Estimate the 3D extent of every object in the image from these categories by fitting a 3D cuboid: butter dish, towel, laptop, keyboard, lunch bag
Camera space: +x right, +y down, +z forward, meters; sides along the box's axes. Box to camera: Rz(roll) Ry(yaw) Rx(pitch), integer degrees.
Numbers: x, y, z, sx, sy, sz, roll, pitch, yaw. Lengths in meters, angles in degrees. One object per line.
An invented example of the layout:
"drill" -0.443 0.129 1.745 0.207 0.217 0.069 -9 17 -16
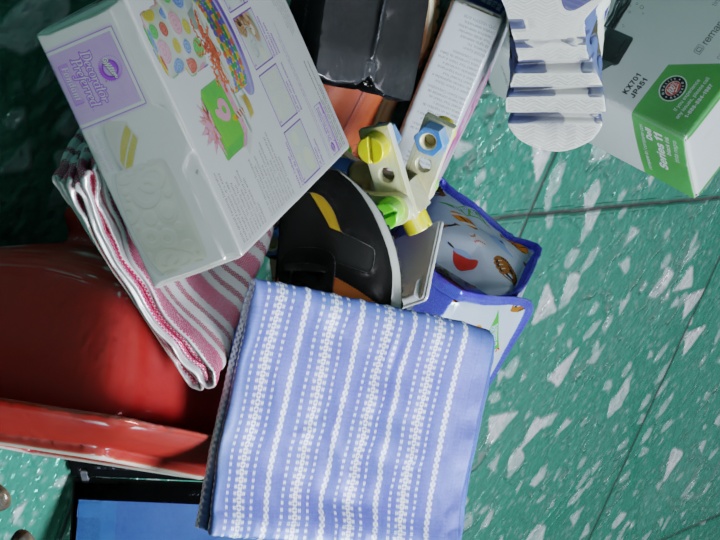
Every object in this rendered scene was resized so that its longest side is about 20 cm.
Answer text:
"butter dish" -0.160 0.034 1.106 0.199 0.199 0.149 24 73 -65
"towel" -0.001 0.090 1.109 0.200 0.024 0.145 13 89 -44
"laptop" -0.113 0.156 1.247 0.200 0.176 0.104 86 8 -48
"keyboard" 0.002 0.011 1.337 0.011 0.200 0.056 27 68 -21
"towel" -0.098 -0.042 1.084 0.147 0.030 0.200 59 24 -22
"lunch bag" 0.041 0.049 1.386 0.170 0.124 0.200 -59 178 19

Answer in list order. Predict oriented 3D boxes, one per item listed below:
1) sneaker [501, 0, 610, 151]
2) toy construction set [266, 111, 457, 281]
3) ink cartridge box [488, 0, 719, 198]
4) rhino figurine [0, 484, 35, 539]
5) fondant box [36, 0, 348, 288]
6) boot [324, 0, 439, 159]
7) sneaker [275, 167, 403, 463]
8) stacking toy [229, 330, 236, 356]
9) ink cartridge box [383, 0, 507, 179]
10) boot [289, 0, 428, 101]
"sneaker" 0.124 -0.187 1.230 0.115 0.080 0.200 -86 178 -46
"toy construction set" 0.000 0.000 1.226 0.092 0.131 0.201 -17 107 -68
"ink cartridge box" 0.206 -0.167 1.447 0.147 0.200 0.083 -51 148 -15
"rhino figurine" -0.256 0.204 1.179 0.087 0.060 0.200 -42 171 -34
"fondant box" -0.083 -0.095 1.048 0.145 0.058 0.200 66 21 -12
"boot" -0.017 -0.140 1.251 0.107 0.075 0.201 -8 123 -46
"sneaker" -0.023 0.040 1.139 0.090 0.070 0.201 -17 103 -60
"stacking toy" -0.102 0.008 1.262 0.085 0.085 0.201 -29 133 -43
"ink cartridge box" 0.053 -0.102 1.346 0.196 0.043 0.201 -60 172 -74
"boot" 0.043 -0.201 1.191 0.164 0.066 0.201 12 88 -28
